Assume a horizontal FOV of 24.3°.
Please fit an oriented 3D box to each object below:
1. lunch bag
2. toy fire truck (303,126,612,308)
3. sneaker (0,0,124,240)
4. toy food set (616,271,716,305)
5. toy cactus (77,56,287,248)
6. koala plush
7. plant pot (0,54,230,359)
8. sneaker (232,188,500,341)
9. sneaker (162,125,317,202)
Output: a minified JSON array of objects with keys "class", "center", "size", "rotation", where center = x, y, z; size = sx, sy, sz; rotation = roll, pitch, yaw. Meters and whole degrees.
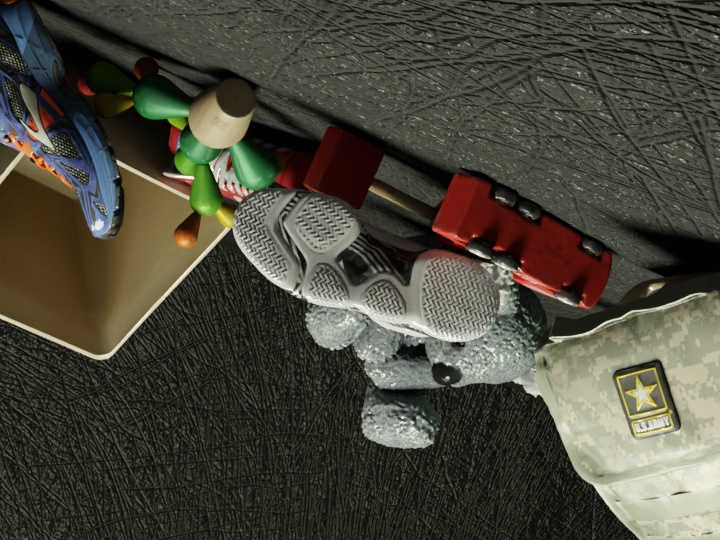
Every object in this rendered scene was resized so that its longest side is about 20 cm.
[{"class":"lunch bag","center":[0.223,0.093,1.066],"size":[0.164,0.118,0.200],"rotation":[-22,121,42]},{"class":"toy fire truck","center":[0.072,-0.037,1.218],"size":[0.199,0.049,0.141],"rotation":[26,176,-33]},{"class":"sneaker","center":[-0.239,-0.107,1.258],"size":[0.201,0.078,0.075],"rotation":[60,173,9]},{"class":"toy food set","center":[0.283,0.061,1.161],"size":[0.199,0.061,0.144],"rotation":[24,176,-3]},{"class":"toy cactus","center":[-0.124,-0.101,1.264],"size":[0.200,0.102,0.165],"rotation":[45,157,-5]},{"class":"koala plush","center":[0.091,0.050,1.511],"size":[0.199,0.184,0.178],"rotation":[-1,126,49]},{"class":"plant pot","center":[-0.261,-0.076,1.496],"size":[0.199,0.200,0.178],"rotation":[27,-149,-35]},{"class":"sneaker","center":[0.000,0.000,1.222],"size":[0.199,0.076,0.115],"rotation":[21,175,-3]},{"class":"sneaker","center":[-0.095,-0.087,1.384],"size":[0.112,0.072,0.200],"rotation":[23,179,-24]}]
